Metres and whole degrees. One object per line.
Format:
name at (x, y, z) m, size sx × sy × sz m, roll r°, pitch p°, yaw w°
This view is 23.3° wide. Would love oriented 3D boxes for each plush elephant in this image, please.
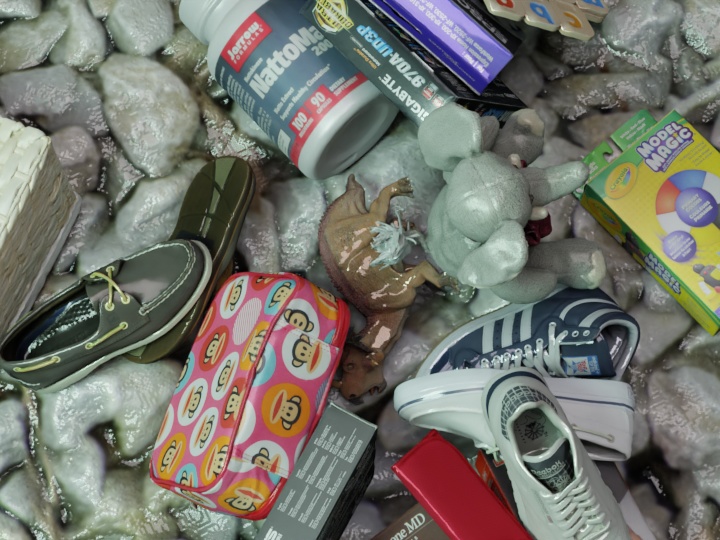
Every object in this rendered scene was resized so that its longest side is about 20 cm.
plush elephant at (0.114, -0.055, 1.410) m, size 0.199 × 0.155 × 0.166 m, roll -15°, pitch 82°, yaw -19°

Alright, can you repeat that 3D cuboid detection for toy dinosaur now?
toy dinosaur at (0.000, 0.000, 1.518) m, size 0.135 × 0.086 × 0.201 m, roll -21°, pitch 71°, yaw -7°

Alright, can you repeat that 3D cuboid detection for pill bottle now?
pill bottle at (-0.068, -0.190, 1.570) m, size 0.119 × 0.120 × 0.200 m, roll -40°, pitch 75°, yaw -14°

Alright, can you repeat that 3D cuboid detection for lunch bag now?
lunch bag at (-0.101, 0.100, 1.446) m, size 0.082 × 0.176 × 0.201 m, roll 29°, pitch 76°, yaw -28°

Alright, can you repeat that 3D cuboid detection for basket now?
basket at (-0.374, -0.040, 1.490) m, size 0.197 × 0.161 × 0.201 m, roll 23°, pitch 73°, yaw 7°

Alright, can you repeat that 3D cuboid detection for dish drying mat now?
dish drying mat at (0.108, 0.214, 1.370) m, size 0.200 × 0.018 × 0.077 m, roll 50°, pitch 34°, yaw 4°

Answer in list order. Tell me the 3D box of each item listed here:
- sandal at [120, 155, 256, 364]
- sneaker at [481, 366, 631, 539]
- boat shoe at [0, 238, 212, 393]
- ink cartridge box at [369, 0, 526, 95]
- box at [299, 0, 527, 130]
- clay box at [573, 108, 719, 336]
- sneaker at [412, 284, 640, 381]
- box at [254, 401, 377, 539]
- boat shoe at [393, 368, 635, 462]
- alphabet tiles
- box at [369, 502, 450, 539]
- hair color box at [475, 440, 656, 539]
sandal at (-0.146, -0.005, 1.532) m, size 0.081 × 0.055 × 0.201 m, roll 20°, pitch 80°, yaw 32°
sneaker at (0.157, 0.173, 1.360) m, size 0.076 × 0.081 × 0.201 m, roll -33°, pitch 103°, yaw -3°
boat shoe at (-0.218, 0.035, 1.482) m, size 0.201 × 0.061 × 0.072 m, roll -35°, pitch 61°, yaw 8°
ink cartridge box at (0.054, -0.245, 1.536) m, size 0.198 × 0.200 × 0.043 m, roll 40°, pitch 108°, yaw -3°
box at (0.052, -0.184, 1.530) m, size 0.159 × 0.200 × 0.046 m, roll 46°, pitch 108°, yaw 14°
clay box at (0.288, -0.053, 1.561) m, size 0.115 × 0.048 × 0.200 m, roll -40°, pitch 76°, yaw -14°
sneaker at (0.143, 0.079, 1.474) m, size 0.199 × 0.070 × 0.108 m, roll -31°, pitch 33°, yaw -14°
box at (-0.051, 0.220, 1.396) m, size 0.043 × 0.160 × 0.201 m, roll 27°, pitch 72°, yaw 9°
boat shoe at (0.126, 0.123, 1.415) m, size 0.199 × 0.074 × 0.067 m, roll -1°, pitch 64°, yaw 1°
alphabet tiles at (0.134, -0.281, 1.592) m, size 0.199 × 0.015 × 0.196 m, roll 11°, pitch 40°, yaw -32°
box at (0.095, 0.279, 1.400) m, size 0.100 × 0.075 × 0.201 m, roll -41°, pitch 69°, yaw 25°
hair color box at (0.184, 0.221, 1.451) m, size 0.101 × 0.061 × 0.201 m, roll -25°, pitch 72°, yaw -9°
